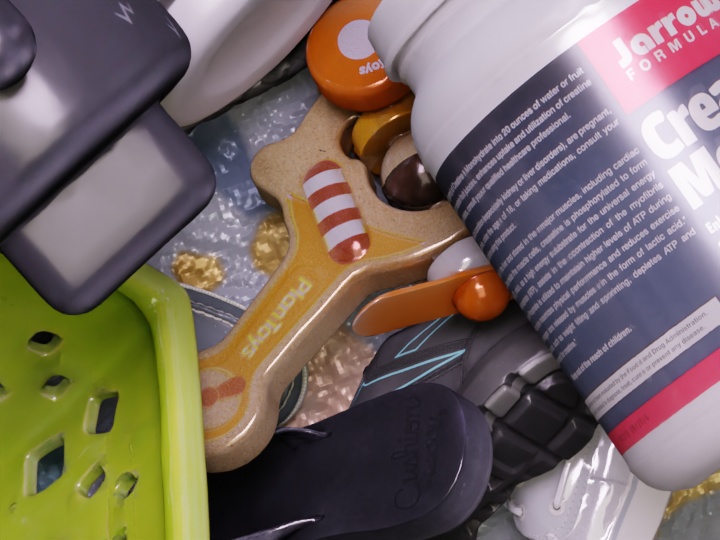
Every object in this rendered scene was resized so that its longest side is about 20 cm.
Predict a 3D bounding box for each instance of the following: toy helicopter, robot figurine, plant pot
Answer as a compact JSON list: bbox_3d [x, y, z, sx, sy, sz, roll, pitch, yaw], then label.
[{"bbox_3d":[0.000,0.000,0.932,0.132,0.079,0.200,34,78,25],"label":"toy helicopter"},{"bbox_3d":[-0.136,-0.080,0.807,0.200,0.150,0.125,48,45,-3],"label":"robot figurine"},{"bbox_3d":[-0.183,0.091,0.858,0.199,0.200,0.181,25,128,-29],"label":"plant pot"}]

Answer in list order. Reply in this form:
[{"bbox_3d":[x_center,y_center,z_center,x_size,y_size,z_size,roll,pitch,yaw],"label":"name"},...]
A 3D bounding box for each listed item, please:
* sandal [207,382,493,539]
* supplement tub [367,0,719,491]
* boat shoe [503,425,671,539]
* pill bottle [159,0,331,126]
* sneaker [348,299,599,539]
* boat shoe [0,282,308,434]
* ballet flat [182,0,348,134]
[{"bbox_3d":[-0.038,0.091,0.941,0.199,0.077,0.043,-29,140,30],"label":"sandal"},{"bbox_3d":[0.106,-0.037,0.852,0.140,0.140,0.201,-34,82,-3],"label":"supplement tub"},{"bbox_3d":[0.095,0.084,0.990,0.068,0.072,0.201,20,93,9],"label":"boat shoe"},{"bbox_3d":[-0.102,-0.160,0.904,0.112,0.112,0.200,-44,81,-2],"label":"pill bottle"},{"bbox_3d":[0.022,0.078,0.981,0.200,0.080,0.075,-44,131,18],"label":"sneaker"},{"bbox_3d":[-0.117,0.033,0.969,0.198,0.062,0.073,13,89,-6],"label":"boat shoe"},{"bbox_3d":[-0.092,-0.076,0.969,0.199,0.057,0.067,-33,96,-3],"label":"ballet flat"}]
